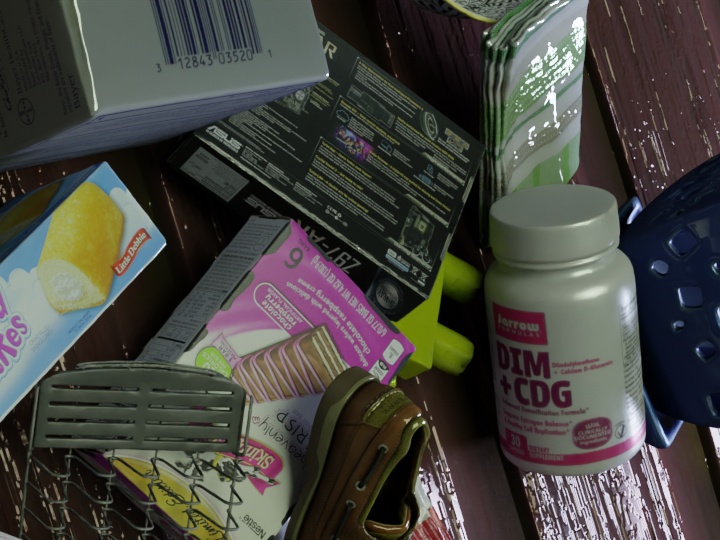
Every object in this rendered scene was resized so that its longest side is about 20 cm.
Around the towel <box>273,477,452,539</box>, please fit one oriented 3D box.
[{"bbox_3d":[-0.004,0.181,1.320,0.144,0.023,0.200,-35,105,-41],"label":"towel"}]

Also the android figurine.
[{"bbox_3d":[0.000,0.000,1.337,0.200,0.041,0.182,25,58,-28],"label":"android figurine"}]

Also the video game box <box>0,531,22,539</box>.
[{"bbox_3d":[-0.239,0.229,1.025,0.200,0.047,0.182,28,88,-32],"label":"video game box"}]

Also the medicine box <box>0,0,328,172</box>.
[{"bbox_3d":[-0.157,-0.130,1.123,0.182,0.200,0.103,-15,91,-44],"label":"medicine box"}]

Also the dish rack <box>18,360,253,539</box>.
[{"bbox_3d":[-0.136,0.155,1.121,0.153,0.055,0.200,3,101,-24],"label":"dish rack"}]

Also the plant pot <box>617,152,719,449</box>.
[{"bbox_3d":[0.287,0.021,1.495,0.200,0.180,0.200,66,27,-10],"label":"plant pot"}]

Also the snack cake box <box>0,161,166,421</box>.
[{"bbox_3d":[-0.220,0.030,1.089,0.067,0.115,0.200,54,50,-19],"label":"snack cake box"}]

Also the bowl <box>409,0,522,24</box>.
[{"bbox_3d":[0.058,-0.276,1.429,0.201,0.094,0.201,11,73,-42],"label":"bowl"}]

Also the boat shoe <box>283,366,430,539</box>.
[{"bbox_3d":[-0.001,0.160,1.204,0.072,0.068,0.200,-36,144,-41],"label":"boat shoe"}]

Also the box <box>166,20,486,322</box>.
[{"bbox_3d":[-0.019,-0.082,1.300,0.200,0.044,0.160,35,49,-15],"label":"box"}]

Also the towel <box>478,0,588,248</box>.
[{"bbox_3d":[0.142,-0.129,1.449,0.149,0.031,0.200,-42,143,-38],"label":"towel"}]

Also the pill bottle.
[{"bbox_3d":[0.153,0.044,1.395,0.113,0.113,0.200,-28,119,-43],"label":"pill bottle"}]

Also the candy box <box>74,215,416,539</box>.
[{"bbox_3d":[-0.074,0.081,1.213,0.136,0.061,0.200,46,71,-25],"label":"candy box"}]
